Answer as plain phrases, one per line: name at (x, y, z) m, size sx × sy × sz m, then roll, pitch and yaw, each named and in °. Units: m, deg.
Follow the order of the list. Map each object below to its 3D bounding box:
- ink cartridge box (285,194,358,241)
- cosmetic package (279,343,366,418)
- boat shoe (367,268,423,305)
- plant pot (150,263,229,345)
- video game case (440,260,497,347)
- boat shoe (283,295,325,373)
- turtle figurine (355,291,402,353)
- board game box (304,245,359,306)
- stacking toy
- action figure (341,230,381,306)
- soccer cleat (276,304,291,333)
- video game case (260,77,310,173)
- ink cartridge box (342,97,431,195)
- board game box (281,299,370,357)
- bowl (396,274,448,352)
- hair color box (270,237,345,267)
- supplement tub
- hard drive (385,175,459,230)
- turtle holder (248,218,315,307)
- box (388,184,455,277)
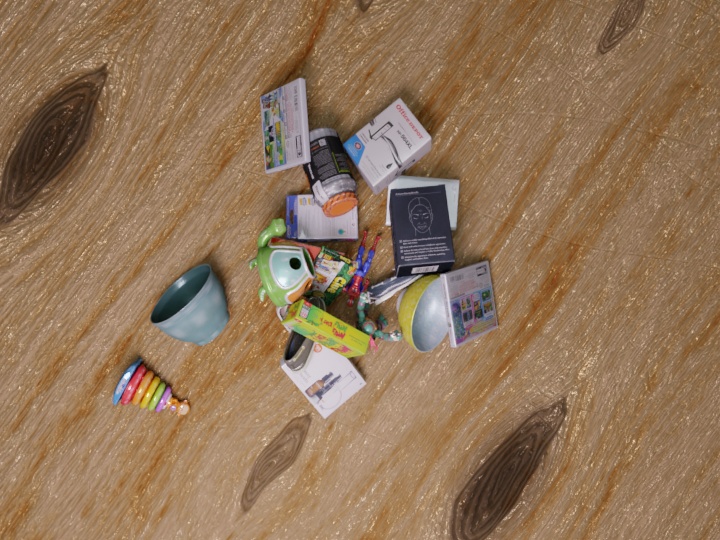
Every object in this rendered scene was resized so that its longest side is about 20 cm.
ink cartridge box at (-0.103, -0.141, 1.435) m, size 0.191 × 0.042 × 0.125 m, roll -1°, pitch 81°, yaw -4°
cosmetic package at (-0.098, 0.268, 1.415) m, size 0.149 × 0.052 × 0.202 m, roll -38°, pitch 111°, yaw -3°
boat shoe at (0.109, 0.016, 1.432) m, size 0.197 × 0.075 × 0.063 m, roll -34°, pitch 86°, yaw 10°
plant pot at (-0.422, 0.105, 1.379) m, size 0.198 × 0.201 × 0.136 m, roll -36°, pitch 119°, yaw 0°
video game case at (0.288, 0.083, 1.400) m, size 0.196 × 0.023 × 0.190 m, roll -14°, pitch 96°, yaw -42°
boat shoe at (-0.141, 0.152, 1.346) m, size 0.070 × 0.061 × 0.208 m, roll 2°, pitch 60°, yaw 28°
turtle figurine at (0.030, 0.132, 1.370) m, size 0.099 × 0.200 × 0.152 m, roll -35°, pitch 92°, yaw -1°
board game box at (-0.088, 0.020, 1.356) m, size 0.102 × 0.201 × 0.024 m, roll 21°, pitch 51°, yaw -14°
stacking toy at (-0.545, 0.333, 1.421) m, size 0.196 × 0.110 × 0.119 m, roll 31°, pitch 87°, yaw -13°
action figure at (0.000, 0.000, 1.422) m, size 0.063 × 0.099 × 0.207 m, roll 18°, pitch 93°, yaw -1°
soccer cleat at (-0.153, 0.166, 1.427) m, size 0.069 × 0.078 × 0.200 m, roll -45°, pitch 92°, yaw 0°
video game case at (-0.197, -0.370, 1.386) m, size 0.022 × 0.178 × 0.209 m, roll -6°, pitch 92°, yaw -44°
ink cartridge box at (0.072, -0.327, 1.409) m, size 0.198 × 0.084 × 0.148 m, roll -39°, pitch 79°, yaw 1°
board game box at (-0.083, 0.143, 1.281) m, size 0.196 × 0.101 × 0.049 m, roll 31°, pitch 64°, yaw -20°
bowl at (0.158, 0.099, 1.407) m, size 0.106 × 0.198 × 0.206 m, roll 22°, pitch 90°, yaw 41°
hair color box at (-0.138, -0.037, 1.408) m, size 0.192 × 0.111 × 0.067 m, roll 12°, pitch 92°, yaw -1°
supplement tub at (-0.082, -0.251, 1.377) m, size 0.119 × 0.123 × 0.206 m, roll -20°, pitch 74°, yaw -1°
hard drive at (0.168, -0.185, 1.455) m, size 0.192 × 0.026 × 0.138 m, roll 4°, pitch 91°, yaw -1°
turtle holder at (-0.184, -0.013, 1.294) m, size 0.128 × 0.142 × 0.191 m, roll -21°, pitch 56°, yaw 11°
box at (0.152, -0.100, 1.365) m, size 0.142 × 0.107 × 0.208 m, roll -4°, pitch 75°, yaw -1°
